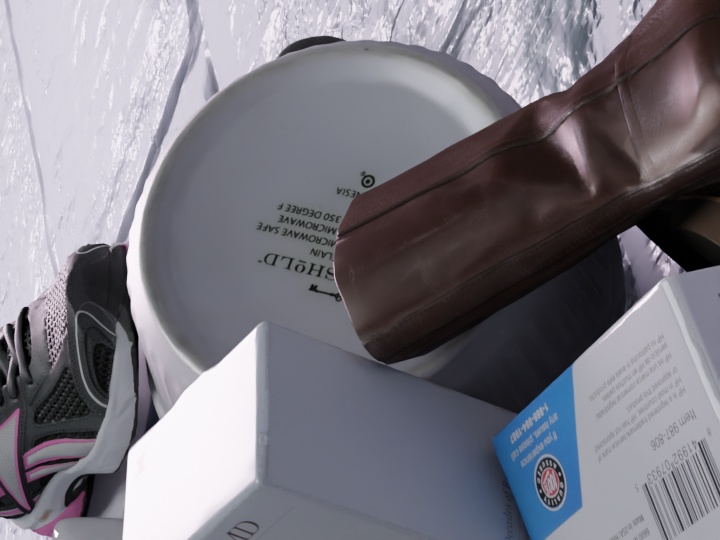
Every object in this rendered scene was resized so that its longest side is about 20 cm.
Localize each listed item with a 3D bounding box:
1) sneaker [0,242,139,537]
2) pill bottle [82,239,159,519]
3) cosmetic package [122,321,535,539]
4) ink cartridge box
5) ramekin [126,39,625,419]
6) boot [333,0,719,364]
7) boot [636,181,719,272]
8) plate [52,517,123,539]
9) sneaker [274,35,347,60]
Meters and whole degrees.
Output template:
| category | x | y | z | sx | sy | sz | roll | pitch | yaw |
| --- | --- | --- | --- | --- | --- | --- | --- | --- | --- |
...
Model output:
| category | x | y | z | sx | sy | sz | roll | pitch | yaw |
| --- | --- | --- | --- | --- | --- | --- | --- | --- | --- |
| sneaker | -0.149 | 0.058 | 1.171 | 0.200 | 0.086 | 0.081 | 119 | 152 | -50 |
| pill bottle | -0.071 | 0.093 | 1.256 | 0.120 | 0.119 | 0.201 | -145 | 64 | -65 |
| cosmetic package | 0.023 | 0.100 | 1.002 | 0.101 | 0.200 | 0.071 | -44 | 35 | 42 |
| ink cartridge box | 0.137 | 0.112 | 0.896 | 0.145 | 0.084 | 0.200 | -49 | 57 | 58 |
| ramekin | 0.000 | 0.000 | 1.083 | 0.094 | 0.202 | 0.203 | 61 | -163 | -60 |
| boot | 0.071 | -0.060 | 1.006 | 0.200 | 0.064 | 0.187 | -33 | 25 | 20 |
| boot | 0.141 | -0.035 | 1.025 | 0.076 | 0.074 | 0.200 | -53 | 17 | -2 |
| plate | -0.036 | 0.205 | 1.191 | 0.032 | 0.199 | 0.201 | -48 | -46 | -59 |
| sneaker | -0.025 | -0.015 | 1.406 | 0.089 | 0.077 | 0.201 | 40 | 126 | 53 |
